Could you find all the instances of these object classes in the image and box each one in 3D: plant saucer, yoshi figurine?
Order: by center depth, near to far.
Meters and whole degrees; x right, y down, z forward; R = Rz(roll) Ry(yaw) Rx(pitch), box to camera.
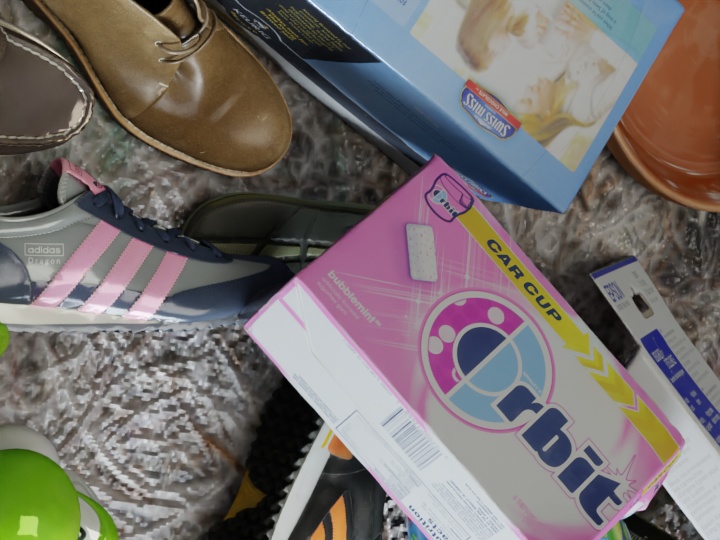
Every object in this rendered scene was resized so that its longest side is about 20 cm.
[{"bbox_3d":[-0.197,0.078,1.348,0.200,0.113,0.112,35,36,-2],"label":"yoshi figurine"},{"bbox_3d":[0.203,-0.134,1.659,0.200,0.032,0.201,-5,99,-33],"label":"plant saucer"}]

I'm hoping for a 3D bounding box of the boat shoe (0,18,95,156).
[{"bbox_3d":[-0.207,-0.096,1.383,0.199,0.059,0.072,18,87,-33],"label":"boat shoe"}]

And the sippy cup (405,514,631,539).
[{"bbox_3d":[0.081,0.141,1.542,0.139,0.178,0.131,-16,124,0],"label":"sippy cup"}]

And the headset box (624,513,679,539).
[{"bbox_3d":[0.180,0.243,1.595,0.149,0.200,0.077,-52,151,-16],"label":"headset box"}]

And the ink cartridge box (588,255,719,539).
[{"bbox_3d":[0.178,0.088,1.565,0.047,0.198,0.200,-39,84,11],"label":"ink cartridge box"}]

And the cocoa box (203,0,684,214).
[{"bbox_3d":[0.036,-0.139,1.490,0.200,0.131,0.134,38,77,-31],"label":"cocoa box"}]

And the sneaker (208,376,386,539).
[{"bbox_3d":[-0.029,0.148,1.528,0.090,0.070,0.201,32,78,-29],"label":"sneaker"}]

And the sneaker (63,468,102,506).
[{"bbox_3d":[-0.212,0.146,1.417,0.199,0.075,0.081,-8,59,-18],"label":"sneaker"}]

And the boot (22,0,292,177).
[{"bbox_3d":[-0.096,-0.111,1.444,0.200,0.075,0.074,43,72,-31],"label":"boot"}]

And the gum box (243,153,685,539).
[{"bbox_3d":[0.055,0.059,1.434,0.200,0.066,0.113,49,55,1],"label":"gum box"}]

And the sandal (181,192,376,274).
[{"bbox_3d":[0.000,-0.001,1.537,0.200,0.057,0.080,17,94,-19],"label":"sandal"}]

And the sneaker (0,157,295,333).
[{"bbox_3d":[-0.121,-0.013,1.433,0.199,0.070,0.082,0,97,-25],"label":"sneaker"}]
